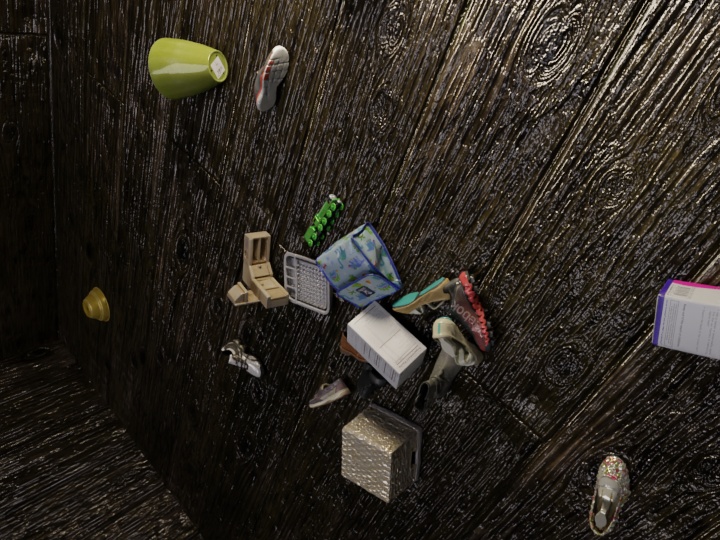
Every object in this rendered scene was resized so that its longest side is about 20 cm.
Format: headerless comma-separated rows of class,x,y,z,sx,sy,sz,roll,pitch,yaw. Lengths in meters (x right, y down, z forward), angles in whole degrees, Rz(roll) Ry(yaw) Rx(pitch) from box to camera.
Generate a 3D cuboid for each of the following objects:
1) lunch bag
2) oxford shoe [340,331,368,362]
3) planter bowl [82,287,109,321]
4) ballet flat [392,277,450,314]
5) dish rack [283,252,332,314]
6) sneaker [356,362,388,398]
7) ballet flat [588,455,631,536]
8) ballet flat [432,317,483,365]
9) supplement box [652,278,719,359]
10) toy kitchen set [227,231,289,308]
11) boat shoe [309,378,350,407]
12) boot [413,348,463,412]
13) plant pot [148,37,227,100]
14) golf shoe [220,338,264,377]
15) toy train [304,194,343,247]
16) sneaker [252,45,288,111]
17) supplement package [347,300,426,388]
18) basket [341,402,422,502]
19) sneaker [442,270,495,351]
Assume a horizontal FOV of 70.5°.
lunch bag,0.000,0.000,1.415,0.170,0.127,0.201,-28,103,41
oxford shoe,0.012,0.227,1.519,0.199,0.071,0.072,10,107,40
planter bowl,-1.470,0.199,2.808,0.199,0.083,0.202,17,117,36
ballet flat,0.164,0.083,1.335,0.200,0.069,0.063,-31,99,45
dish rack,-0.160,0.036,1.616,0.199,0.043,0.173,18,116,36
sneaker,0.031,0.334,1.501,0.200,0.060,0.105,-148,72,-76
ballet flat,0.558,0.515,1.145,0.075,0.064,0.202,14,114,38
ballet flat,0.237,0.192,1.239,0.069,0.070,0.200,-13,134,43
supplement box,0.637,0.092,0.892,0.199,0.101,0.104,11,113,39
toy kitchen set,-0.343,0.004,1.650,0.200,0.162,0.182,39,129,44
boat shoe,-0.109,0.408,1.695,0.200,0.072,0.065,-35,70,46
boot,0.205,0.272,1.319,0.067,0.130,0.201,29,123,30
plant pot,-0.528,-0.643,1.617,0.198,0.187,0.189,7,111,24
golf shoe,-0.457,0.354,1.963,0.199,0.094,0.078,35,125,25
toy train,-0.112,-0.147,1.510,0.057,0.042,0.200,58,134,23
sneaker,-0.275,-0.566,1.475,0.082,0.077,0.200,52,132,22
supplement package,0.069,0.205,1.407,0.200,0.114,0.110,42,155,22
basket,0.063,0.546,1.530,0.199,0.160,0.200,17,115,34
sneaker,0.259,0.108,1.237,0.097,0.071,0.202,-22,89,15
